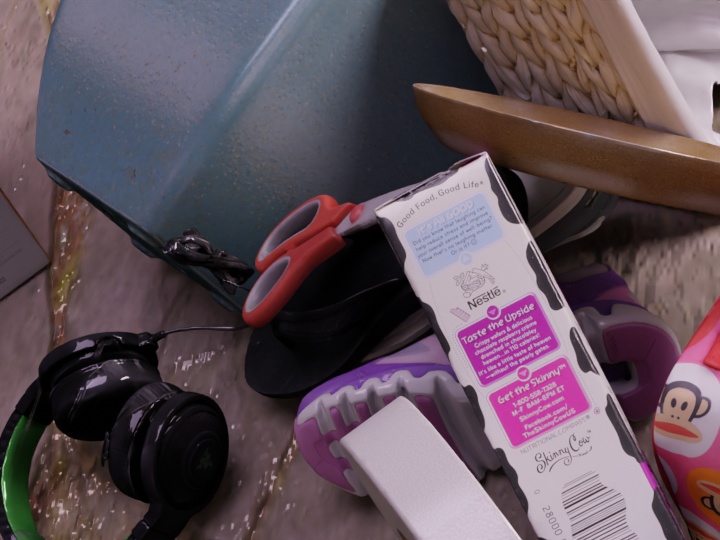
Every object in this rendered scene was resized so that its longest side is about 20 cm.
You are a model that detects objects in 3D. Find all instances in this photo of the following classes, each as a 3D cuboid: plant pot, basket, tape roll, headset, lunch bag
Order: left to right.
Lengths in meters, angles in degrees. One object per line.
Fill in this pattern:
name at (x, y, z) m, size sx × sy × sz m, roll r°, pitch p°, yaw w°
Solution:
headset at (-0.126, 0.072, 1.298) m, size 0.123 × 0.094 × 0.200 m, roll 40°, pitch 94°, yaw 35°
plant pot at (-0.064, -0.094, 1.372) m, size 0.195 × 0.196 × 0.200 m, roll 30°, pitch 83°, yaw 42°
tape roll at (0.062, 0.147, 1.073) m, size 0.037 × 0.203 × 0.203 m, roll -34°, pitch 44°, yaw -5°
plant pot at (0.119, -0.055, 1.163) m, size 0.199 × 0.199 × 0.028 m, roll 18°, pitch 98°, yaw 38°
basket at (0.137, -0.144, 1.300) m, size 0.123 × 0.200 × 0.136 m, roll 3°, pitch 52°, yaw 38°
lunch bag at (0.212, 0.035, 1.107) m, size 0.082 × 0.176 × 0.200 m, roll 21°, pitch 64°, yaw 36°

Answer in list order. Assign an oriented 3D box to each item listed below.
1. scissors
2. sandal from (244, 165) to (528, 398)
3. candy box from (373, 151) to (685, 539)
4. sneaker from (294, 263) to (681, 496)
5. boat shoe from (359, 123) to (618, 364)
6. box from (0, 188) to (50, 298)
scissors at (-0.004, -0.030, 1.218) m, size 0.200 × 0.014 × 0.073 m, roll -37°, pitch 25°, yaw 49°
sandal at (0.000, -0.001, 1.275) m, size 0.200 × 0.048 × 0.076 m, roll -35°, pitch 49°, yaw 33°
candy box at (0.082, 0.056, 1.125) m, size 0.061 × 0.136 × 0.201 m, roll -28°, pitch 80°, yaw 3°
sneaker at (0.062, 0.050, 1.253) m, size 0.199 × 0.081 × 0.089 m, roll -18°, pitch 38°, yaw 6°
boat shoe at (0.053, -0.004, 1.313) m, size 0.200 × 0.062 × 0.073 m, roll -36°, pitch 58°, yaw 22°
box at (-0.288, -0.071, 1.453) m, size 0.097 × 0.200 × 0.124 m, roll -35°, pitch 44°, yaw -5°
